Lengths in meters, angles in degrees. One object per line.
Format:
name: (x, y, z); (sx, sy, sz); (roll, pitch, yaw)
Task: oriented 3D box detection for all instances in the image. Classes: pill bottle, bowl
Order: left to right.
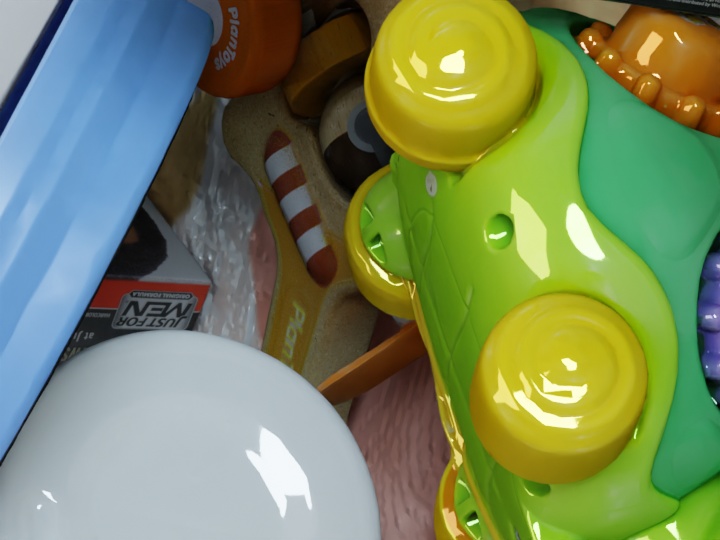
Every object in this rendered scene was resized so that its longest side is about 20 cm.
bowl: (-0.099, 0.008, 0.756); (0.201, 0.039, 0.201); (-58, 9, 15)
pill bottle: (-0.074, 0.097, 0.841); (0.200, 0.112, 0.113); (133, 130, -63)

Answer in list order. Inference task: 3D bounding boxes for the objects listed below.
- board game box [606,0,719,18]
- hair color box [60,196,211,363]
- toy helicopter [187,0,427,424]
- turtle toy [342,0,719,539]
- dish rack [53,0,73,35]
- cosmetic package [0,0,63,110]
board game box: (0.054, -0.108, 0.617); (0.023, 0.199, 0.105); (-111, 35, -50)
hair color box: (-0.142, -0.031, 0.984); (0.200, 0.101, 0.061); (51, 127, 42)
toy helicopter: (0.000, 0.000, 0.823); (0.132, 0.079, 0.200); (44, 134, 36)
turtle toy: (0.066, 0.021, 0.677); (0.146, 0.101, 0.201); (100, 152, -71)
dish rack: (-0.089, -0.141, 0.892); (0.172, 0.043, 0.201); (119, 153, -62)
cosmetic package: (-0.127, -0.053, 0.790); (0.200, 0.051, 0.083); (-54, 19, 38)
